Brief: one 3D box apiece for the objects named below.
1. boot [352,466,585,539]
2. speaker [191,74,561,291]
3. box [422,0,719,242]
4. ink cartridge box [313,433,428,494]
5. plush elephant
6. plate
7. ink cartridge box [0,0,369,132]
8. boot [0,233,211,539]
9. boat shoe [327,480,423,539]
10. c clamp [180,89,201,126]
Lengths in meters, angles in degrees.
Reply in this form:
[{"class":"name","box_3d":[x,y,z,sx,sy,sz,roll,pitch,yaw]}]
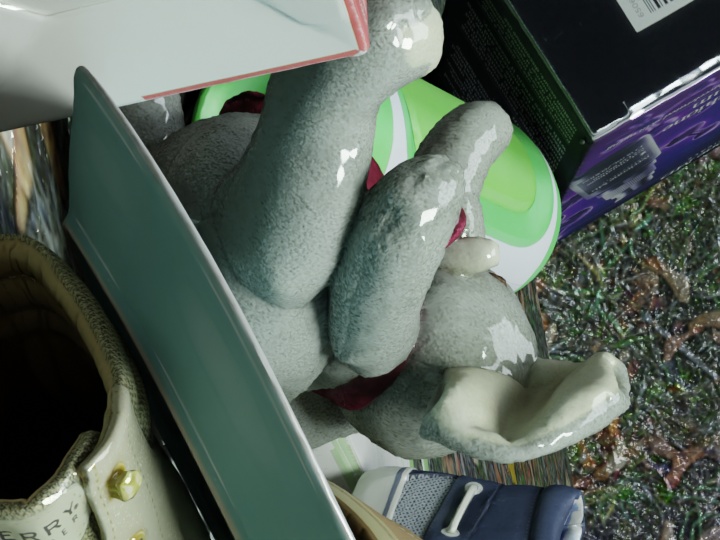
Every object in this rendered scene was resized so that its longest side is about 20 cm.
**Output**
[{"class":"boot","box_3d":[0.028,0.157,1.027,0.073,0.090,0.201,72,26,-47]},{"class":"speaker","box_3d":[0.011,-0.037,1.065,0.200,0.088,0.089,19,59,-64]},{"class":"box","box_3d":[0.121,-0.106,1.192,0.105,0.147,0.200,58,-9,10]},{"class":"ink cartridge box","box_3d":[-0.011,0.051,1.177,0.200,0.048,0.146,68,14,-57]},{"class":"plush elephant","box_3d":[0.000,0.000,0.858,0.154,0.164,0.201,3,92,-42]},{"class":"plate","box_3d":[-0.034,0.043,0.684,0.201,0.025,0.200,61,-7,12]},{"class":"ink cartridge box","box_3d":[-0.062,-0.138,0.770,0.068,0.116,0.201,71,12,-45]},{"class":"boot","box_3d":[-0.060,0.106,0.633,0.155,0.072,0.201,73,3,-47]},{"class":"boat shoe","box_3d":[0.030,0.140,0.969,0.064,0.072,0.200,5,27,-45]},{"class":"c clamp","box_3d":[-0.053,-0.150,0.997,0.200,0.027,0.172,-67,164,-44]}]
